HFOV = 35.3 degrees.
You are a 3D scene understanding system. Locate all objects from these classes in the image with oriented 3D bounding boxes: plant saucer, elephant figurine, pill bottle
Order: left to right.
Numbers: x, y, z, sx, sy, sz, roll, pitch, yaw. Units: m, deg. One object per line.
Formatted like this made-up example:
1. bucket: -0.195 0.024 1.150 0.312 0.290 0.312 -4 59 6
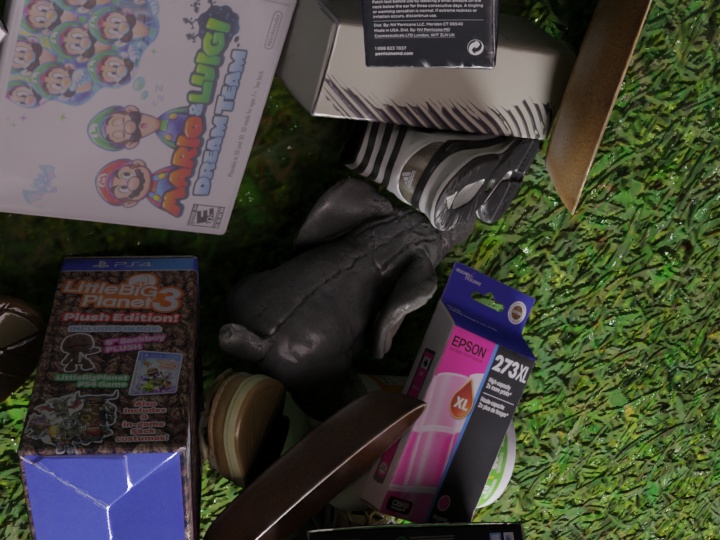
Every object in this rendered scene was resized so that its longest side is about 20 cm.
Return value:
1. plant saucer: -0.038 0.146 0.784 0.199 0.035 0.200 -38 168 -10
2. elephant figurine: 0.000 0.000 0.833 0.200 0.155 0.142 -42 116 3
3. pill bottle: 0.023 0.145 0.952 0.198 0.111 0.112 6 118 -32
4. plant saucer: 0.175 -0.142 0.828 0.035 0.200 0.203 20 118 9

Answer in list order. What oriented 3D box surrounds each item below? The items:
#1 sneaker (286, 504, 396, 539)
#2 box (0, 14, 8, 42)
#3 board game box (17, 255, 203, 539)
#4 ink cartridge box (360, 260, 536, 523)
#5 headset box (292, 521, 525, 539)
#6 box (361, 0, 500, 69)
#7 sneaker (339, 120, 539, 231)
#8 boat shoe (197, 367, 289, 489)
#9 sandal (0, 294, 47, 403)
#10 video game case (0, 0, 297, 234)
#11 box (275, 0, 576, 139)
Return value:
1. sneaker: -0.010 0.223 0.997 0.081 0.076 0.200 -10 152 31
2. box: -0.321 -0.140 0.614 0.156 0.041 0.200 -45 132 6
3. board game box: -0.157 0.111 0.758 0.095 0.201 0.161 -1 124 -5
4. ink cartridge box: 0.078 0.103 0.891 0.094 0.037 0.203 23 86 -33
5. headset box: 0.014 0.261 0.877 0.171 0.094 0.200 2 157 -19
6. box: 0.045 -0.225 0.650 0.078 0.201 0.143 3 127 6
7. sneaker: 0.057 -0.092 0.839 0.076 0.115 0.200 -63 161 18
8. boat shoe: -0.089 0.109 0.790 0.201 0.062 0.074 85 24 -78
9. sandal: -0.294 0.076 0.773 0.081 0.055 0.200 32 117 -34
10. video game case: -0.145 -0.122 0.735 0.180 0.024 0.202 5 119 -31
11. box: 0.046 -0.145 0.789 0.197 0.082 0.069 2 121 -28
